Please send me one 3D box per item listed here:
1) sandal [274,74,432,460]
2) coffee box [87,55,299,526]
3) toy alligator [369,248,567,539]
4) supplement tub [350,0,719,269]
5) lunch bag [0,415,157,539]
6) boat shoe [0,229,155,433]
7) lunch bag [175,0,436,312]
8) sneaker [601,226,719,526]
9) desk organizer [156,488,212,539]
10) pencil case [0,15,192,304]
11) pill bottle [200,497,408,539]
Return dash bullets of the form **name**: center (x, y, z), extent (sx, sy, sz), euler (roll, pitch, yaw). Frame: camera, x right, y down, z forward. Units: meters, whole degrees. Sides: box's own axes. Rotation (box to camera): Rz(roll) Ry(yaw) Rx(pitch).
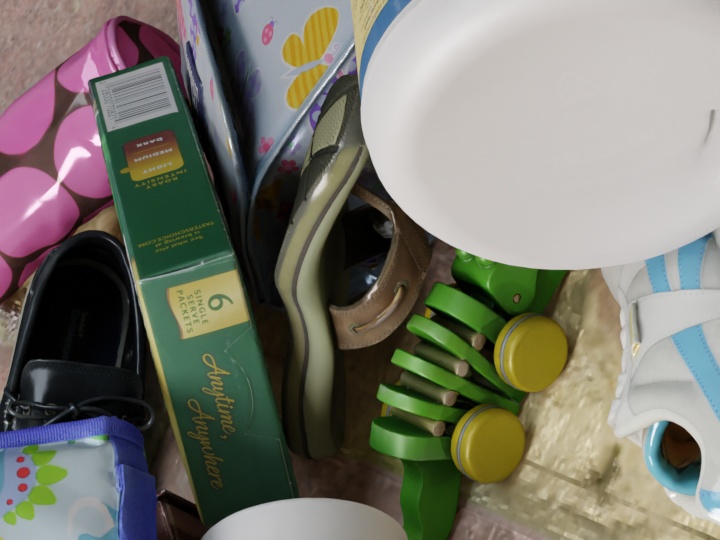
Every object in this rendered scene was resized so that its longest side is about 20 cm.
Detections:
- **sandal**: center (0.000, 0.000, 0.930), extent (0.202, 0.057, 0.080), euler (92, -172, -50)
- **coffee box**: center (-0.075, 0.003, 0.991), extent (0.044, 0.124, 0.200), euler (-15, 31, -5)
- **toy alligator**: center (0.048, 0.015, 0.922), extent (0.059, 0.054, 0.201), euler (22, 86, 52)
- **supplement tub**: center (0.065, -0.118, 0.778), extent (0.144, 0.144, 0.201), euler (-34, 44, 32)
- **lunch bag**: center (-0.157, 0.164, 0.881), extent (0.199, 0.127, 0.171), euler (-24, 55, 22)
- **boat shoe**: center (-0.135, 0.068, 1.084), extent (0.062, 0.074, 0.201), euler (119, 159, -54)
- **lunch bag**: center (-0.011, -0.101, 1.006), extent (0.200, 0.127, 0.170), euler (-51, 37, 33)
- **sneaker**: center (0.115, 0.030, 0.781), extent (0.081, 0.077, 0.200), euler (-43, 19, 1)
- **desk organizer**: center (-0.132, 0.180, 0.986), extent (0.199, 0.072, 0.077), euler (-32, 56, 17)
- **pencil case**: center (-0.158, -0.042, 1.171), extent (0.200, 0.093, 0.091), euler (-36, 65, 26)
- **pill bottle**: center (-0.016, 0.191, 0.850), extent (0.112, 0.112, 0.201), euler (-31, 47, 34)
